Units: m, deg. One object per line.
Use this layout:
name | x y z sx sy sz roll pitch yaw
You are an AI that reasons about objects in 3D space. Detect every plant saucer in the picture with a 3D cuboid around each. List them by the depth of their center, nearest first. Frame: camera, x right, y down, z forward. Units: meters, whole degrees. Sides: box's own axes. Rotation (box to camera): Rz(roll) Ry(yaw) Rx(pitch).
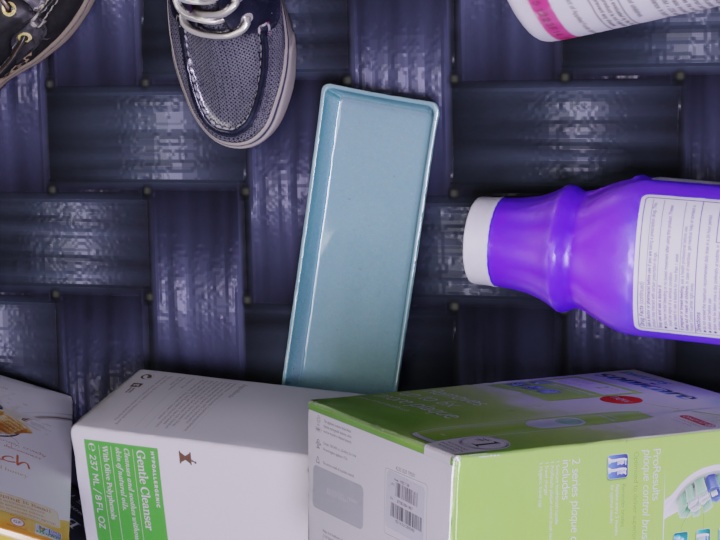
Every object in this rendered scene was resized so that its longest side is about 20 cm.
plant saucer | 0.000 0.000 1.142 0.070 0.019 0.200 12 100 20

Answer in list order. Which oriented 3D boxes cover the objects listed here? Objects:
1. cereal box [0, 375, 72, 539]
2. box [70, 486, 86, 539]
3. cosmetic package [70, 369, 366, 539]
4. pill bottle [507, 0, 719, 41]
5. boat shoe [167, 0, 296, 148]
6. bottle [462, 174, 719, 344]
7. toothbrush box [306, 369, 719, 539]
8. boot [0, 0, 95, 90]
cereal box | -0.231 0.101 1.128 0.144 0.200 0.040 19 107 -14
box | -0.277 0.158 1.176 0.197 0.200 0.117 32 107 15
cosmetic package | -0.048 0.124 1.129 0.200 0.085 0.108 4 113 24
pill bottle | 0.169 -0.184 0.997 0.200 0.113 0.113 -10 93 23
boat shoe | -0.083 -0.153 1.099 0.075 0.093 0.200 2 110 17
bottle | 0.153 -0.006 1.052 0.200 0.065 0.084 5 98 22
toothbrush box | 0.093 0.106 0.995 0.146 0.200 0.086 15 105 62
boot | -0.238 -0.139 1.148 0.200 0.151 0.073 -40 81 22
